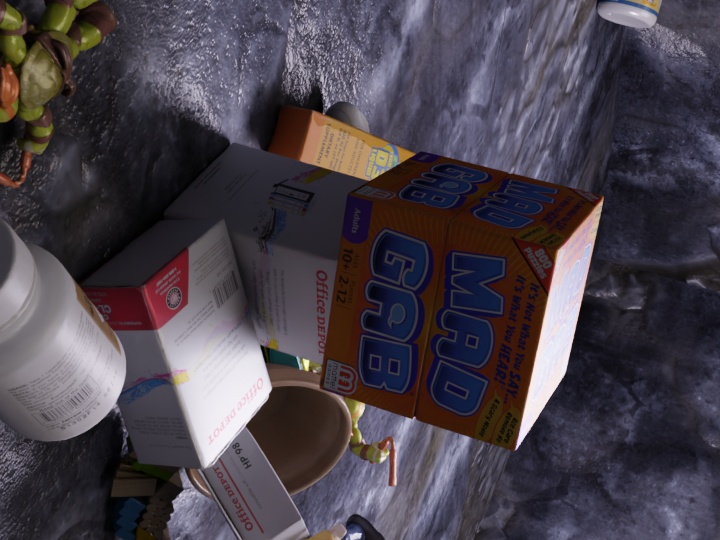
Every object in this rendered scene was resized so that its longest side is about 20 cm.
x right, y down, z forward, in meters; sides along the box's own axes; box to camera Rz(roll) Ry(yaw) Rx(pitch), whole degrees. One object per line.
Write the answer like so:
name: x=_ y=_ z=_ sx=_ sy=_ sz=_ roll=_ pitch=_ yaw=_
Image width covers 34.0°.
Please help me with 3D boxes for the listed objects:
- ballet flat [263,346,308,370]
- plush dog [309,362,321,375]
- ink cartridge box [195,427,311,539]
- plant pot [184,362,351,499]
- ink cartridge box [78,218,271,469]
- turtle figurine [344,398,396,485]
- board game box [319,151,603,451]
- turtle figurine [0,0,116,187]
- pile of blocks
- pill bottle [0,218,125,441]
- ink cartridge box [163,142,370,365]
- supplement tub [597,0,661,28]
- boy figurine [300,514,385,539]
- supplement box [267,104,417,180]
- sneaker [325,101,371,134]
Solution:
ballet flat: x=-0.096 y=0.070 z=1.484 sx=0.200 sy=0.067 sz=0.067 roll=89 pitch=4 yaw=-48
plush dog: x=-0.018 y=0.076 z=1.615 sx=0.172 sy=0.160 sz=0.200 roll=-20 pitch=131 yaw=-43
ink cartridge box: x=-0.112 y=0.241 z=1.238 sx=0.067 sy=0.116 sz=0.200 roll=-31 pitch=162 yaw=-10
plant pot: x=-0.117 y=0.174 z=1.380 sx=0.093 sy=0.200 sz=0.201 roll=-115 pitch=-161 yaw=-46
ink cartridge box: x=-0.173 y=0.068 z=1.134 sx=0.148 sy=0.085 sz=0.200 roll=-48 pitch=132 yaw=-53
turtle figurine: x=-0.020 y=0.186 z=1.486 sx=0.064 sy=0.200 sz=0.161 roll=-24 pitch=173 yaw=-14
board game box: x=0.100 y=0.020 z=1.143 sx=0.200 sy=0.199 sz=0.200 roll=-36 pitch=139 yaw=-62
turtle figurine: x=-0.235 y=-0.164 z=0.855 sx=0.200 sy=0.064 sz=0.161 roll=83 pitch=28 yaw=-52
pile of blocks: x=-0.230 y=0.225 z=1.249 sx=0.062 sy=0.082 sz=0.200 roll=-121 pitch=-138 yaw=-54
pill bottle: x=-0.263 y=0.043 z=0.894 sx=0.200 sy=0.114 sz=0.115 roll=72 pitch=39 yaw=-59
ink cartridge box: x=-0.077 y=-0.017 z=1.229 sx=0.145 sy=0.200 sz=0.147 roll=-53 pitch=153 yaw=-45
supplement tub: x=0.657 y=-0.693 z=2.805 sx=0.145 sy=0.144 sz=0.200 roll=4 pitch=102 yaw=-71
boy figurine: x=-0.051 y=0.324 z=1.256 sx=0.200 sy=0.064 sz=0.124 roll=-17 pitch=138 yaw=-57
supplement box: x=-0.010 y=-0.134 z=1.396 sx=0.200 sy=0.069 sz=0.067 roll=16 pitch=89 yaw=-43
sneaker: x=-0.043 y=-0.110 z=1.456 sx=0.080 sy=0.076 sz=0.200 roll=-6 pitch=110 yaw=-60
